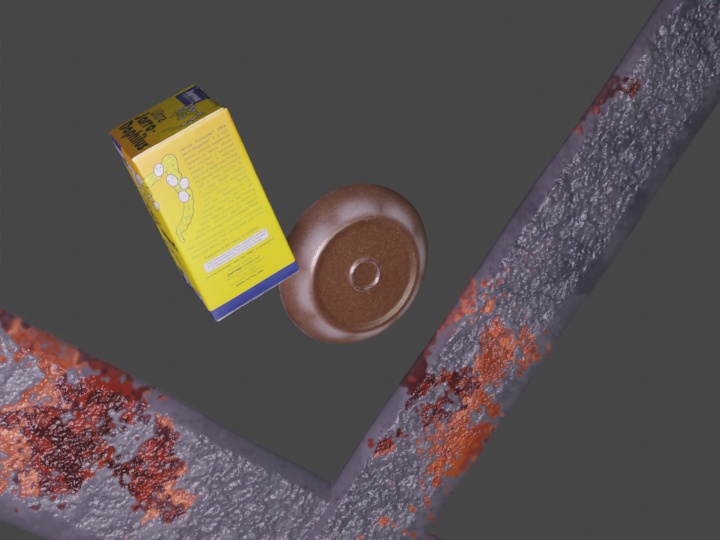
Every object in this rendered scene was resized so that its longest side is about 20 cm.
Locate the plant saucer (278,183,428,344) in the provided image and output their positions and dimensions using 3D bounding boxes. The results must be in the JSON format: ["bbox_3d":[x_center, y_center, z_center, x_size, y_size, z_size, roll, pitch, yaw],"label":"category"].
[{"bbox_3d":[0.000,0.000,1.330,0.197,0.037,0.204,-10,114,-22],"label":"plant saucer"}]

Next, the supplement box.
[{"bbox_3d":[-0.162,-0.071,1.176,0.108,0.109,0.202,-30,120,-12],"label":"supplement box"}]
